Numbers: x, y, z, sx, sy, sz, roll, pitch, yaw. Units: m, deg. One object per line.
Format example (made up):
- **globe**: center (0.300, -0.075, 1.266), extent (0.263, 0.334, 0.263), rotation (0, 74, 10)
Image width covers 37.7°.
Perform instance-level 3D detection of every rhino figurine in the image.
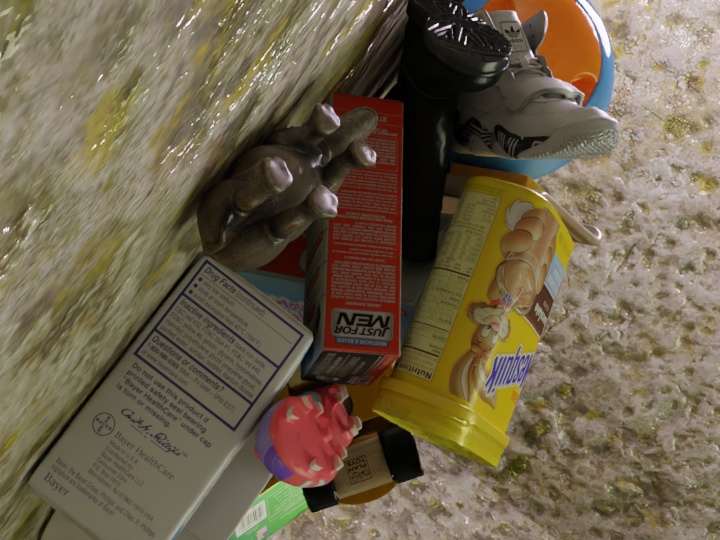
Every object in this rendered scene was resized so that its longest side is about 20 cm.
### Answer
- **rhino figurine**: center (-0.039, -0.063, 0.666), extent (0.087, 0.060, 0.200), rotation (-32, -168, 31)

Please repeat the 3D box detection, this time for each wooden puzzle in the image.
- **wooden puzzle**: center (0.121, -0.070, 1.010), extent (0.199, 0.183, 0.038), rotation (16, 89, -59)

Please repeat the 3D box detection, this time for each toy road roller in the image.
- **toy road roller**: center (-0.021, 0.134, 1.056), extent (0.121, 0.203, 0.146), rotation (-18, -179, -1)

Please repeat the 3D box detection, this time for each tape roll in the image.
- **tape roll**: center (-0.182, 0.212, 0.988), extent (0.204, 0.138, 0.203), rotation (-54, 178, -2)

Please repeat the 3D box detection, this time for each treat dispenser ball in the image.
- **treat dispenser ball**: center (0.141, -0.186, 1.011), extent (0.202, 0.200, 0.201), rotation (-54, 179, -1)

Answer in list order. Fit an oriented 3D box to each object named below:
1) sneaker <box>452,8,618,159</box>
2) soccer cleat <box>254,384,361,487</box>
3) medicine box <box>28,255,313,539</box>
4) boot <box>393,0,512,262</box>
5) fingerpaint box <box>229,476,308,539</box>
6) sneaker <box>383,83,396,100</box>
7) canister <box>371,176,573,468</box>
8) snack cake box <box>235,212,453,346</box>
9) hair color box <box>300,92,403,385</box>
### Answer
- **sneaker**: center (0.129, -0.148, 0.829), extent (0.199, 0.074, 0.117), rotation (-160, -112, -64)
- **soccer cleat**: center (-0.050, 0.128, 0.785), extent (0.076, 0.067, 0.200), rotation (-27, 177, 10)
- **medicine box**: center (-0.138, 0.113, 0.798), extent (0.201, 0.102, 0.182), rotation (-53, 179, -16)
- **boot**: center (0.055, -0.098, 0.834), extent (0.165, 0.065, 0.202), rotation (-103, -157, -62)
- **fingerpaint box**: center (-0.123, 0.215, 1.210), extent (0.199, 0.166, 0.074), rotation (-30, 132, -34)
- **sneaker**: center (0.029, -0.139, 1.096), extent (0.200, 0.070, 0.078), rotation (-50, 175, -37)
- **canister**: center (0.097, 0.043, 0.855), extent (0.148, 0.086, 0.202), rotation (40, 70, -60)
- **snack cake box**: center (0.000, 0.000, 0.963), extent (0.115, 0.198, 0.068), rotation (-54, 138, -32)
- **hair color box**: center (-0.007, -0.021, 0.826), extent (0.111, 0.063, 0.203), rotation (125, -30, -70)
